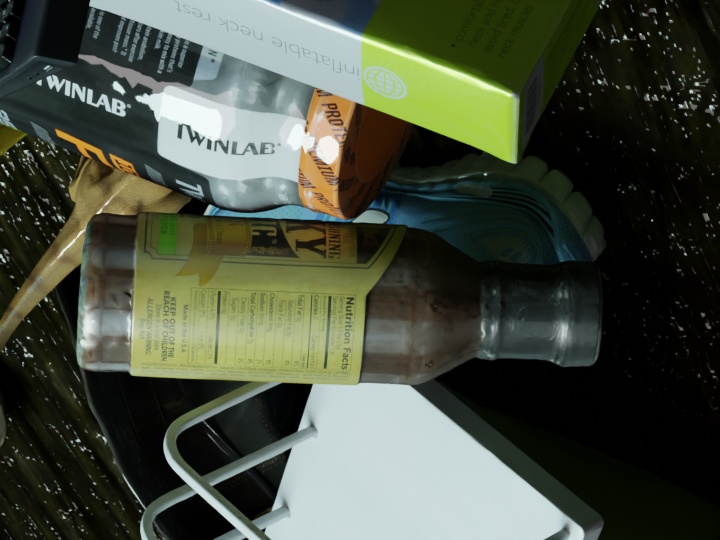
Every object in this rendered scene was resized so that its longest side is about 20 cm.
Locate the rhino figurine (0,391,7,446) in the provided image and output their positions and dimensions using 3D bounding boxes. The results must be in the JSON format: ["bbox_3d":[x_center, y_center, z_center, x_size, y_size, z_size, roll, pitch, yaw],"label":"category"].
[{"bbox_3d":[-0.260,0.035,1.479,0.087,0.060,0.200,-28,114,37],"label":"rhino figurine"}]

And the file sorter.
[{"bbox_3d":[-0.019,0.151,1.155,0.139,0.124,0.200,39,132,26],"label":"file sorter"}]

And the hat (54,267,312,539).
[{"bbox_3d":[-0.065,0.057,1.308,0.081,0.201,0.201,-31,121,6],"label":"hat"}]

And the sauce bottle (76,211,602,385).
[{"bbox_3d":[-0.008,0.012,1.112,0.199,0.065,0.065,3,144,-5],"label":"sauce bottle"}]

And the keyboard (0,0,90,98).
[{"bbox_3d":[-0.093,-0.158,0.995,0.021,0.200,0.127,23,155,-33],"label":"keyboard"}]

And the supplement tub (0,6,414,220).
[{"bbox_3d":[-0.078,-0.098,1.118,0.200,0.123,0.123,21,145,15],"label":"supplement tub"}]

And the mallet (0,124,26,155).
[{"bbox_3d":[-0.147,-0.049,1.172,0.066,0.200,0.041,-5,116,32],"label":"mallet"}]

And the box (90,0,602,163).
[{"bbox_3d":[-0.011,-0.126,1.031,0.200,0.122,0.048,21,149,14],"label":"box"}]

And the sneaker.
[{"bbox_3d":[0.000,0.000,1.208,0.200,0.090,0.078,-4,133,40],"label":"sneaker"}]

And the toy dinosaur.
[{"bbox_3d":[-0.106,-0.028,1.227,0.200,0.106,0.060,-43,100,15],"label":"toy dinosaur"}]

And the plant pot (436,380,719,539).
[{"bbox_3d":[0.071,0.154,1.281,0.193,0.200,0.201,35,147,15],"label":"plant pot"}]
